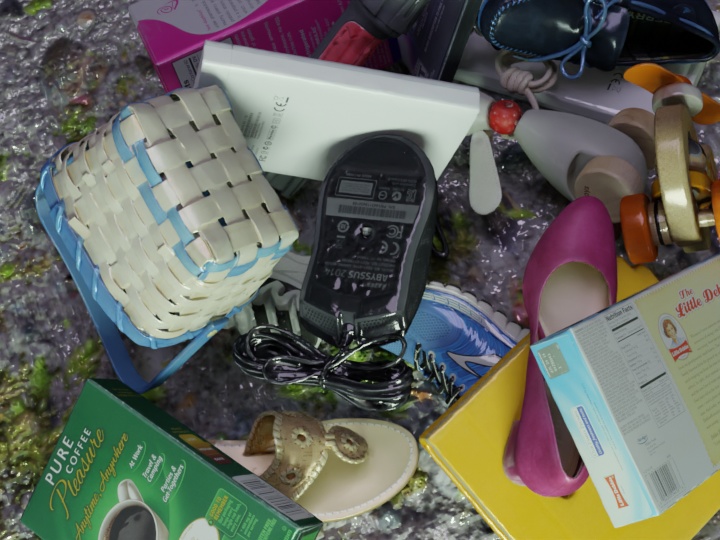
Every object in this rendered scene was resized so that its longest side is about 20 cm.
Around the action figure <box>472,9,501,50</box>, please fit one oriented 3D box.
[{"bbox_3d":[0.167,-0.263,0.990,0.199,0.102,0.119,-26,38,-3],"label":"action figure"}]

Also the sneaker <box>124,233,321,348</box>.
[{"bbox_3d":[-0.111,0.002,0.944,0.199,0.075,0.081,17,53,13],"label":"sneaker"}]

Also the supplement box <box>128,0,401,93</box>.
[{"bbox_3d":[-0.080,-0.202,1.016,0.199,0.104,0.101,-24,46,-6],"label":"supplement box"}]

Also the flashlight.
[{"bbox_3d":[-0.020,-0.153,0.957,0.068,0.068,0.200,40,109,-3],"label":"flashlight"}]

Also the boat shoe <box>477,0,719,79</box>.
[{"bbox_3d":[0.194,-0.196,0.938,0.198,0.084,0.069,-7,47,-10],"label":"boat shoe"}]

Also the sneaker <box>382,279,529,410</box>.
[{"bbox_3d":[0.079,0.074,0.864,0.199,0.079,0.089,22,64,19],"label":"sneaker"}]

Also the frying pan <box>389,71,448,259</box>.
[{"bbox_3d":[0.016,-0.094,0.997,0.114,0.031,0.191,-3,58,8],"label":"frying pan"}]

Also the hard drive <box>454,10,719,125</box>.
[{"bbox_3d":[0.191,-0.192,1.022,0.199,0.026,0.132,20,66,19],"label":"hard drive"}]

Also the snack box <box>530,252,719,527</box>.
[{"bbox_3d":[0.198,0.066,0.750,0.199,0.037,0.117,-19,82,-44],"label":"snack box"}]

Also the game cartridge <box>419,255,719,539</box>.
[{"bbox_3d":[0.167,0.113,0.815,0.200,0.032,0.177,-41,92,-16],"label":"game cartridge"}]

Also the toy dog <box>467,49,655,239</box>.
[{"bbox_3d":[0.146,-0.084,0.939,0.131,0.097,0.200,-28,47,-28],"label":"toy dog"}]

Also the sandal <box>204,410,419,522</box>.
[{"bbox_3d":[-0.065,0.135,0.856,0.210,0.070,0.078,-5,61,6],"label":"sandal"}]

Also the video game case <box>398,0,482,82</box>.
[{"bbox_3d":[0.046,-0.260,1.009,0.019,0.143,0.201,-7,50,-25],"label":"video game case"}]

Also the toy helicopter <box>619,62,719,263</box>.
[{"bbox_3d":[0.234,-0.080,0.863,0.078,0.200,0.133,-10,90,22],"label":"toy helicopter"}]

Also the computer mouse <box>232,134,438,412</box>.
[{"bbox_3d":[0.000,0.000,0.860,0.138,0.053,0.201,11,72,22],"label":"computer mouse"}]

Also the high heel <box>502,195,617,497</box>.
[{"bbox_3d":[0.135,0.042,0.752,0.067,0.096,0.201,22,78,-8],"label":"high heel"}]

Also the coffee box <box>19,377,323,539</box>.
[{"bbox_3d":[-0.134,0.174,0.834,0.199,0.044,0.124,29,98,22],"label":"coffee box"}]

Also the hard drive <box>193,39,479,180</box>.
[{"bbox_3d":[-0.027,-0.109,0.889,0.198,0.132,0.027,8,63,-13],"label":"hard drive"}]

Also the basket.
[{"bbox_3d":[-0.146,-0.021,0.841,0.139,0.200,0.177,-23,83,-51],"label":"basket"}]
